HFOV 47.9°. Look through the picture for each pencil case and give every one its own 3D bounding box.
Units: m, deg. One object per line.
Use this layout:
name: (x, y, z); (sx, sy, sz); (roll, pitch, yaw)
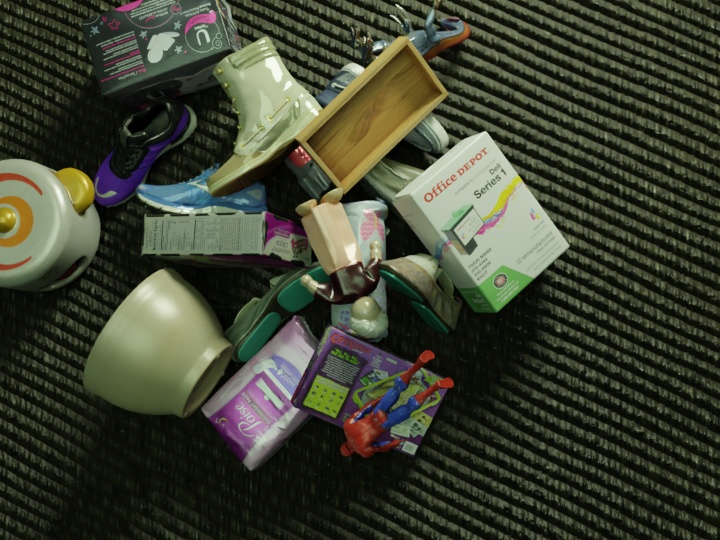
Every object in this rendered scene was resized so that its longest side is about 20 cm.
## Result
pencil case: (0.000, 0.000, 1.158); (0.082, 0.090, 0.203); (-2, 82, 28)

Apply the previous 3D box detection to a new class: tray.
tray: (0.015, -0.211, 1.105); (0.200, 0.037, 0.099); (-43, 116, -1)

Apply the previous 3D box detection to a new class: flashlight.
flashlight: (-0.104, -0.195, 1.198); (0.068, 0.068, 0.200); (-41, 81, -3)

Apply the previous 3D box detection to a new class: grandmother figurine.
grandmother figurine: (-0.022, -0.001, 1.084); (0.120, 0.061, 0.202); (-26, 83, -1)

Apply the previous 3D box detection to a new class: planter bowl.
planter bowl: (-0.260, 0.117, 1.112); (0.134, 0.200, 0.201); (32, 88, 8)

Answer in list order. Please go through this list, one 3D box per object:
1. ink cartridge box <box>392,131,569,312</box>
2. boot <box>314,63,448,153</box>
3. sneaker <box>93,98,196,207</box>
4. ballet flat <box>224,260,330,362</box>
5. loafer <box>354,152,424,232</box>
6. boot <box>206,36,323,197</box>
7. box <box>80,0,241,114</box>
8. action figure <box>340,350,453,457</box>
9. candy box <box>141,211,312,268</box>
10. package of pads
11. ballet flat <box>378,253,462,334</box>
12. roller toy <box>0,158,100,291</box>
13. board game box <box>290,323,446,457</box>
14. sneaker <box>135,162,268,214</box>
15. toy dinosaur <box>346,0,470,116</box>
ink cartridge box: (0.164, -0.065, 1.112); (0.144, 0.084, 0.201); (-40, 98, -11)
boot: (0.027, -0.212, 1.177); (0.199, 0.073, 0.090); (37, 71, 17)
sneaker: (-0.337, -0.183, 1.200); (0.070, 0.100, 0.200); (44, 93, 8)
ballet flat: (-0.126, 0.046, 1.179); (0.200, 0.067, 0.064); (-45, 52, -3)
loafer: (0.060, -0.122, 1.176); (0.200, 0.075, 0.070); (43, 84, -1)
boot: (-0.166, -0.214, 1.143); (0.199, 0.072, 0.155); (-37, 86, 4)
box: (-0.282, -0.324, 1.196); (0.198, 0.132, 0.116); (-17, 86, 4)
action figure: (0.050, 0.184, 1.072); (0.200, 0.099, 0.066); (-45, 69, 28)
candy box: (-0.184, -0.040, 1.127); (0.198, 0.136, 0.062); (1, 83, 26)
package of pads: (-0.119, 0.173, 1.156); (0.200, 0.076, 0.121); (-44, 79, 0)
ballet flat: (0.086, 0.018, 1.105); (0.068, 0.200, 0.068); (25, 77, 35)
roller toy: (-0.486, -0.064, 1.184); (0.197, 0.140, 0.185); (8, 86, 7)
board game box: (0.016, 0.167, 1.120); (0.199, 0.032, 0.121); (27, 95, -20)
sneaker: (-0.233, -0.112, 1.204); (0.197, 0.079, 0.090); (5, 77, -2)
toy dinosaur: (0.075, -0.321, 1.175); (0.180, 0.105, 0.202); (1, 107, -25)
